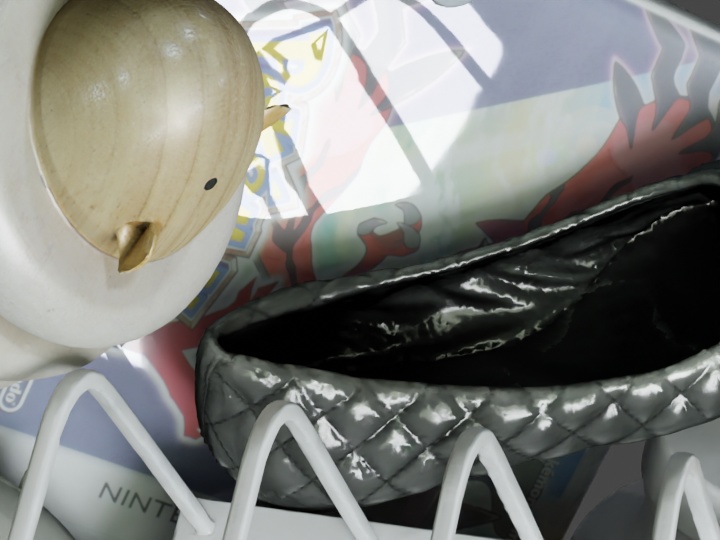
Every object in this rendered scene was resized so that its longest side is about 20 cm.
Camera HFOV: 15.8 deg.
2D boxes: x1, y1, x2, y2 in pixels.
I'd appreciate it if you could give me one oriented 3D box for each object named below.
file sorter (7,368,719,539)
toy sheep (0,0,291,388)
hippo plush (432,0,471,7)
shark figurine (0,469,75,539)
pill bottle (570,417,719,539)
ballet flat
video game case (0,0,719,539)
[{"bbox_3d":[0.024,0.110,0.577,0.198,0.140,0.125,6,156,16],"label":"file sorter"},{"bbox_3d":[-0.102,-0.035,0.604,0.137,0.199,0.139,0,90,-49],"label":"toy sheep"},{"bbox_3d":[0.090,-0.094,0.638,0.159,0.201,0.160,0,131,3],"label":"hippo plush"},{"bbox_3d":[-0.100,0.096,0.658,0.127,0.090,0.215,-20,134,15],"label":"shark figurine"},{"bbox_3d":[0.098,0.129,0.733,0.103,0.104,0.201,0,121,-16],"label":"pill bottle"},{"bbox_3d":[0.053,0.011,0.670,0.199,0.067,0.057,-21,144,-4],"label":"ballet flat"},{"bbox_3d":[0.000,0.000,0.711,0.181,0.023,0.201,21,103,-22],"label":"video game case"}]
